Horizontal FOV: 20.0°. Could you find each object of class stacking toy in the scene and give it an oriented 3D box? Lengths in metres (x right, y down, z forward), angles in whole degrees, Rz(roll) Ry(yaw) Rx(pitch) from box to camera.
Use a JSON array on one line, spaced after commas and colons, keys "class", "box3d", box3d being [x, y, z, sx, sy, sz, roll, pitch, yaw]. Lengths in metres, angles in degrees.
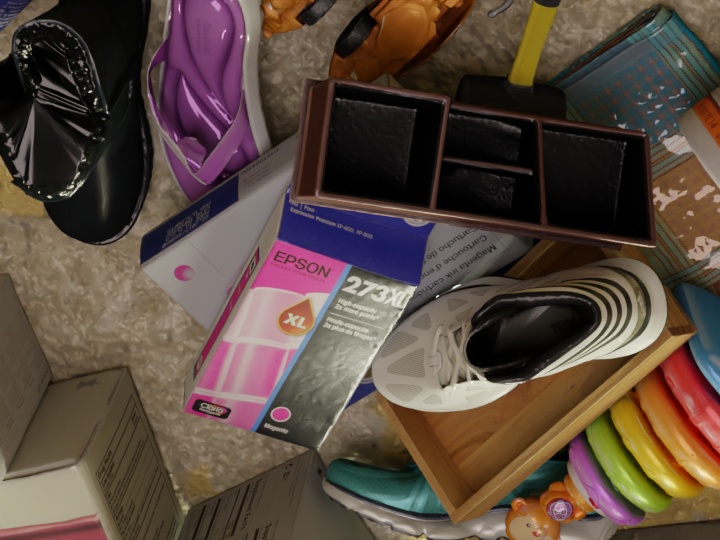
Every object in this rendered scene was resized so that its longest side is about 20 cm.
[{"class": "stacking toy", "box3d": [0.170, 0.114, 1.269, 0.200, 0.110, 0.116, -37, 115, 18]}]

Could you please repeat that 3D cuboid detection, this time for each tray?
[{"class": "tray", "box3d": [0.105, 0.059, 1.255, 0.200, 0.037, 0.099, -44, 67, 30]}]

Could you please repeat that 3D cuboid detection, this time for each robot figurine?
[{"class": "robot figurine", "box3d": [0.025, -0.194, 1.186, 0.145, 0.058, 0.200, 40, 115, -13]}]

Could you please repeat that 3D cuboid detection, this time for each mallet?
[{"class": "mallet", "box3d": [0.094, -0.148, 1.154, 0.066, 0.041, 0.200, 2, 135, -4]}]

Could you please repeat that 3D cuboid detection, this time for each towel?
[{"class": "towel", "box3d": [0.188, -0.051, 1.257, 0.147, 0.022, 0.200, -34, 108, 22]}]

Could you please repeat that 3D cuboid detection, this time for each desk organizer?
[{"class": "desk organizer", "box3d": [0.067, -0.059, 1.140, 0.199, 0.077, 0.072, 8, 91, -10]}]

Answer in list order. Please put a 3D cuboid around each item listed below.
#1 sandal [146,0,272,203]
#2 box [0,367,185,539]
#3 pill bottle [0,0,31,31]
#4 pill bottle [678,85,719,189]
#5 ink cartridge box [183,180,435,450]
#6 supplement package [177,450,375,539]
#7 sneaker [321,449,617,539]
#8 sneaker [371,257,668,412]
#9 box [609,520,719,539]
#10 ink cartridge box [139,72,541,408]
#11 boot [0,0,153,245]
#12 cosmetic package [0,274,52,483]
[{"class": "sandal", "box3d": [-0.099, -0.100, 1.229, 0.082, 0.050, 0.203, 21, 136, 23]}, {"class": "box", "box3d": [-0.186, 0.188, 1.364, 0.109, 0.128, 0.200, -13, 113, 14]}, {"class": "pill bottle", "box3d": [-0.240, -0.189, 1.192, 0.200, 0.112, 0.112, -40, 106, 22]}, {"class": "pill bottle", "box3d": [0.292, -0.100, 1.159, 0.200, 0.114, 0.114, -37, 107, 12]}, {"class": "ink cartridge box", "box3d": [-0.029, 0.023, 1.237, 0.094, 0.037, 0.200, 18, 125, -16]}, {"class": "supplement package", "box3d": [-0.033, 0.255, 1.362, 0.111, 0.156, 0.200, -28, 109, 19]}, {"class": "sneaker", "box3d": [0.074, 0.134, 1.348, 0.199, 0.078, 0.080, 2, 98, 1]}, {"class": "sneaker", "box3d": [0.067, 0.037, 1.182, 0.200, 0.115, 0.076, -19, 81, 34]}, {"class": "box", "box3d": [0.150, 0.236, 1.328, 0.199, 0.159, 0.048, -7, 118, 11]}, {"class": "ink cartridge box", "box3d": [0.000, 0.000, 1.267, 0.196, 0.043, 0.200, -33, 122, 21]}, {"class": "boot", "box3d": [-0.174, -0.077, 1.207, 0.076, 0.168, 0.201, 11, 118, 3]}, {"class": "cosmetic package", "box3d": [-0.253, 0.087, 1.281, 0.051, 0.200, 0.083, -16, 113, 14]}]
